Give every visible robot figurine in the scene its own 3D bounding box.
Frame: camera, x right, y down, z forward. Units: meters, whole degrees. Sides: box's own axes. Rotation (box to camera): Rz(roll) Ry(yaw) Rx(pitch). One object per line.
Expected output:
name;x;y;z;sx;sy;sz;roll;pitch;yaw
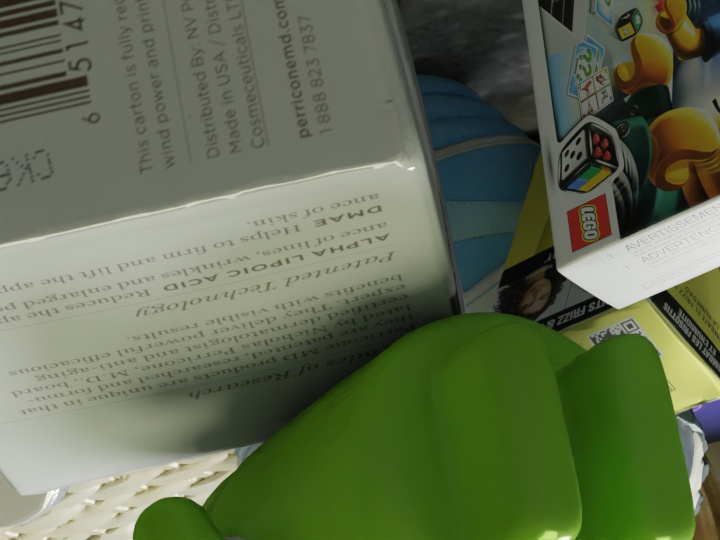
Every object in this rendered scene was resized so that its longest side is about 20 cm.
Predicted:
robot figurine;0.019;0.088;0.859;0.175;0.116;0.200;5;152;-34

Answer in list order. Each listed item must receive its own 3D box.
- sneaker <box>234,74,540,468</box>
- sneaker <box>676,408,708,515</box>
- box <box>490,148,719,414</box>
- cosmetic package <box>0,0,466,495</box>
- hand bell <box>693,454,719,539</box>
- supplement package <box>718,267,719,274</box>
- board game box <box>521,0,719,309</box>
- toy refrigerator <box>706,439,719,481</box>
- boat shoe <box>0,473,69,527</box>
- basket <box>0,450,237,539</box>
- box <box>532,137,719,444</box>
sneaker;0.000;0.000;1.012;0.200;0.131;0.080;-30;153;-37
sneaker;0.042;0.101;0.983;0.200;0.078;0.086;-42;170;38
box;0.099;-0.025;0.953;0.075;0.200;0.050;-25;117;33
cosmetic package;-0.065;-0.048;0.861;0.165;0.165;0.200;-12;158;3
hand bell;0.038;0.126;1.088;0.200;0.104;0.104;-32;150;26
supplement package;0.184;-0.059;0.896;0.117;0.200;0.117;9;151;-39
board game box;0.102;-0.102;0.759;0.126;0.200;0.035;-25;145;31
toy refrigerator;0.167;0.089;1.236;0.076;0.200;0.070;-28;151;35
boat shoe;-0.171;0.002;0.974;0.072;0.200;0.069;-48;-177;24
basket;-0.098;0.033;1.089;0.200;0.123;0.136;-23;154;27
box;0.142;0.001;1.143;0.200;0.104;0.148;-18;156;18
